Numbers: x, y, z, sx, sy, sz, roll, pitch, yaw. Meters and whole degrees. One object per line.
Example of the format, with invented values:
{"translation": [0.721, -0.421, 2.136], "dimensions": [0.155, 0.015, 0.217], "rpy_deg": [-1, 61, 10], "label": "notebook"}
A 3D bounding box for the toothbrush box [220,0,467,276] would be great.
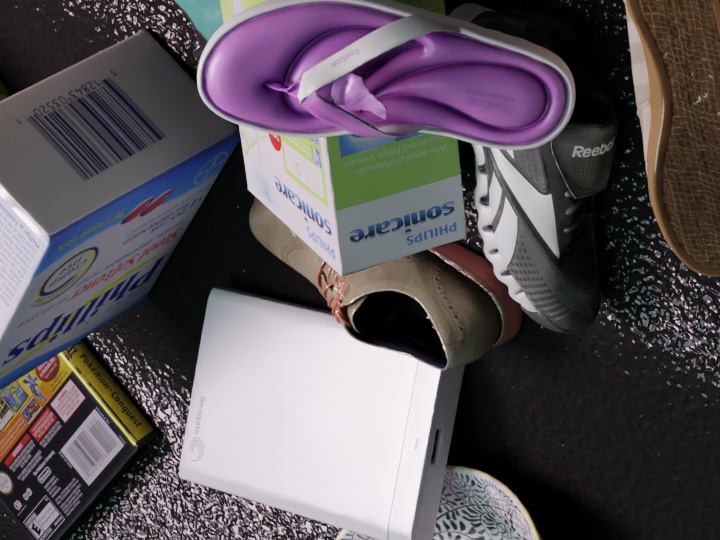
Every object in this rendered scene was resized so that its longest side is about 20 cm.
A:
{"translation": [-0.014, -0.121, 1.341], "dimensions": [0.146, 0.086, 0.200], "rpy_deg": [-137, 34, -56], "label": "toothbrush box"}

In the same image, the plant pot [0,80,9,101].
{"translation": [-0.337, -0.067, 1.661], "dimensions": [0.200, 0.200, 0.190], "rpy_deg": [46, 124, 11], "label": "plant pot"}

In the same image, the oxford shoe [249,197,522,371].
{"translation": [0.000, 0.000, 1.449], "dimensions": [0.200, 0.075, 0.071], "rpy_deg": [24, 130, 31], "label": "oxford shoe"}

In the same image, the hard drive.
{"translation": [-0.028, 0.093, 1.529], "dimensions": [0.200, 0.027, 0.132], "rpy_deg": [12, 94, 38], "label": "hard drive"}

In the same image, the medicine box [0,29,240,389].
{"translation": [-0.201, -0.032, 1.535], "dimensions": [0.103, 0.182, 0.200], "rpy_deg": [46, 137, 11], "label": "medicine box"}

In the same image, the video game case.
{"translation": [-0.254, 0.103, 1.788], "dimensions": [0.181, 0.025, 0.200], "rpy_deg": [50, 139, 6], "label": "video game case"}

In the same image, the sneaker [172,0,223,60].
{"translation": [-0.095, -0.207, 1.411], "dimensions": [0.080, 0.071, 0.200], "rpy_deg": [5, 119, 36], "label": "sneaker"}

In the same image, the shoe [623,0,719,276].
{"translation": [0.180, -0.092, 1.251], "dimensions": [0.070, 0.053, 0.200], "rpy_deg": [-8, 118, 11], "label": "shoe"}

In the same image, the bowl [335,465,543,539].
{"translation": [0.066, 0.232, 1.496], "dimensions": [0.200, 0.094, 0.201], "rpy_deg": [-23, 55, 36], "label": "bowl"}

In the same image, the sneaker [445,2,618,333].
{"translation": [0.108, -0.056, 1.321], "dimensions": [0.090, 0.066, 0.200], "rpy_deg": [-2, 111, 46], "label": "sneaker"}

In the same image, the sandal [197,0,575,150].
{"translation": [0.016, -0.101, 1.237], "dimensions": [0.202, 0.050, 0.083], "rpy_deg": [3, 113, -7], "label": "sandal"}
